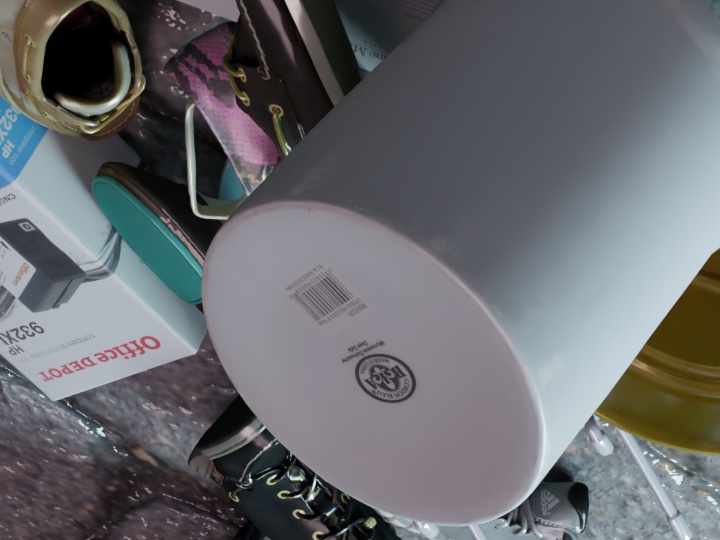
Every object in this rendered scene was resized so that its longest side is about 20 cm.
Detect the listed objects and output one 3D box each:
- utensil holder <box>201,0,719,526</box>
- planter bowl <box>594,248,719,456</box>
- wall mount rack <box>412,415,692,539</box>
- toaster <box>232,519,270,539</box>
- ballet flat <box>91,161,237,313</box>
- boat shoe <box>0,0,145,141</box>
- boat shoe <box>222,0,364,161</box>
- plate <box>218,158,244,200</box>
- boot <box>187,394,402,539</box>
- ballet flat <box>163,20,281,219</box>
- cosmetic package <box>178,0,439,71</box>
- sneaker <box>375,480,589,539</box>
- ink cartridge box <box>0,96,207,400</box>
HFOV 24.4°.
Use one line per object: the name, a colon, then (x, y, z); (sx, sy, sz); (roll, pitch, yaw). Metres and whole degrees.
utensil holder: (0.054, -0.017, 0.693); (0.169, 0.200, 0.170); (22, 137, 22)
planter bowl: (0.164, -0.009, 0.835); (0.200, 0.083, 0.201); (23, 137, 23)
wall mount rack: (0.109, 0.132, 0.998); (0.199, 0.075, 0.174); (-27, 146, 14)
toaster: (-0.090, 0.298, 1.228); (0.118, 0.200, 0.181); (31, 140, -3)
ballet flat: (-0.071, 0.008, 0.949); (0.200, 0.068, 0.068); (54, 152, -10)
boat shoe: (-0.147, -0.105, 0.846); (0.066, 0.074, 0.200); (45, 174, 16)
boat shoe: (-0.029, -0.085, 0.778); (0.060, 0.072, 0.201); (-17, 134, 13)
plate: (0.000, 0.000, 0.946); (0.200, 0.026, 0.201); (28, 138, 27)
boot: (-0.030, 0.141, 1.066); (0.154, 0.074, 0.204); (42, 162, 0)
ballet flat: (-0.052, -0.034, 0.883); (0.071, 0.069, 0.201); (-19, 113, 3)
cosmetic package: (-0.027, -0.177, 0.774); (0.199, 0.052, 0.151); (21, 140, 2)
sneaker: (0.086, 0.141, 1.077); (0.115, 0.075, 0.200); (-15, 137, 29)
ink cartridge box: (-0.194, -0.024, 0.999); (0.145, 0.084, 0.200); (-19, 126, 39)
